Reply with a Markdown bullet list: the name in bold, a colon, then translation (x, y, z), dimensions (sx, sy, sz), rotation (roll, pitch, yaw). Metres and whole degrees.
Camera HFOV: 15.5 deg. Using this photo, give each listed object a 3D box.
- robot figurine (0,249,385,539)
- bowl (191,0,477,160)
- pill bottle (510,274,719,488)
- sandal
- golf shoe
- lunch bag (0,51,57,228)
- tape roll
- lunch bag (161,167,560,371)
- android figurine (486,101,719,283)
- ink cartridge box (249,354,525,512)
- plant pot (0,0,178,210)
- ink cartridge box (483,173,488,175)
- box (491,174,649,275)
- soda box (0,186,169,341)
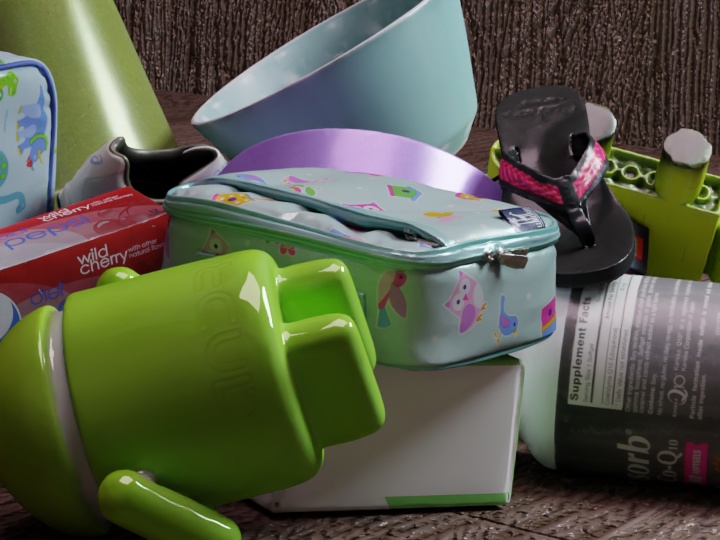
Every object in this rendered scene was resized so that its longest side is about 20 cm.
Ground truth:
- **robot figurine**: translation (-0.092, 0.059, 1.270), dimensions (0.199, 0.116, 0.176), rotation (-15, 40, 4)
- **bowl**: translation (-0.002, -0.106, 1.757), dimensions (0.200, 0.105, 0.201), rotation (-28, 13, 7)
- **pill bottle**: translation (0.156, 0.060, 1.498), dimensions (0.199, 0.117, 0.116), rotation (5, 8, 11)
- **sandal**: translation (0.111, -0.059, 1.533), dimensions (0.075, 0.045, 0.201), rotation (-10, 38, 0)
- **golf shoe**: translation (-0.091, -0.033, 1.682), dimensions (0.199, 0.097, 0.079), rotation (8, 47, -26)
- **lunch bag**: translation (-0.258, -0.036, 1.631), dimensions (0.082, 0.201, 0.160), rotation (15, 19, 33)
- **tape roll**: translation (0.000, 0.000, 1.602), dimensions (0.199, 0.066, 0.201), rotation (6, -34, 4)
- **lunch bag**: translation (0.000, -0.005, 1.399), dimensions (0.199, 0.078, 0.160), rotation (12, 11, 36)
- **android figurine**: translation (0.165, -0.028, 1.689), dimensions (0.181, 0.041, 0.200), rotation (15, -33, 8)
- **ink cartridge box**: translation (-0.023, 0.068, 1.454), dimensions (0.145, 0.085, 0.200), rotation (1, 9, -27)
- **plant pot**: translation (-0.207, -0.090, 1.810), dimensions (0.199, 0.191, 0.200), rotation (-16, -4, -1)
- **ink cartridge box**: translation (0.096, -0.025, 1.857), dimensions (0.199, 0.085, 0.146), rotation (2, 0, -23)
- **box**: translation (0.080, 0.003, 1.691), dimensions (0.110, 0.035, 0.200), rotation (23, -33, -26)
- **soda box**: translation (-0.205, 0.015, 1.564), dimensions (0.199, 0.070, 0.063), rotation (-19, 25, -26)
